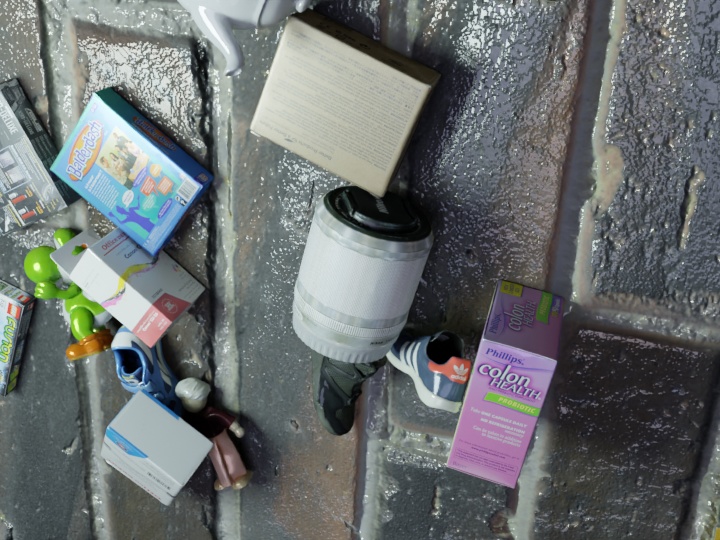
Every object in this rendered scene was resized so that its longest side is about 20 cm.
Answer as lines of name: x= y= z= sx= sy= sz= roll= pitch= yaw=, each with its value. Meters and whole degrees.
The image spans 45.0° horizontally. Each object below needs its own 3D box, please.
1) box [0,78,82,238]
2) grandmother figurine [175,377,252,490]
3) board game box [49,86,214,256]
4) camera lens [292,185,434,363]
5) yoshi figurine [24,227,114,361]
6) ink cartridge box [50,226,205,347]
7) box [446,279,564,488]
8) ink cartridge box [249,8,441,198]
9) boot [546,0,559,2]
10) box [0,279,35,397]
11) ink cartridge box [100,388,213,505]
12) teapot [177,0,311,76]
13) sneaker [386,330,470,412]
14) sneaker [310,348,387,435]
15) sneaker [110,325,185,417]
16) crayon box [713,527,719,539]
box: x=-0.536 y=-0.164 z=1.312 sx=0.157 sy=0.050 sz=0.201 roll=-20 pitch=106 yaw=24
grandmother figurine: x=-0.240 y=0.261 z=1.407 sx=0.120 sy=0.061 sz=0.201 roll=-15 pitch=109 yaw=23
board game box: x=-0.332 y=-0.141 z=1.262 sx=0.200 sy=0.045 sz=0.152 roll=41 pitch=119 yaw=-4
camera lens: x=0.000 y=0.000 z=1.158 sx=0.159 sy=0.160 sz=0.201 roll=21 pitch=118 yaw=7
yoshi figurine: x=-0.457 y=0.039 z=1.345 sx=0.112 sy=0.112 sz=0.202 roll=-15 pitch=92 yaw=45
ink cartridge box: x=-0.343 y=0.004 z=1.290 sx=0.200 sy=0.117 sz=0.068 roll=41 pitch=119 yaw=-5
box: x=0.194 y=0.146 z=1.155 sx=0.096 sy=0.176 sz=0.201 roll=15 pitch=116 yaw=9
ink cartridge box: x=-0.021 y=-0.215 z=1.117 sx=0.199 sy=0.075 sz=0.166 roll=27 pitch=120 yaw=3
boot: x=0.159 y=-0.370 z=0.948 sx=0.073 sy=0.151 sz=0.200 roll=-34 pitch=100 yaw=27
box: x=-0.621 y=0.107 z=1.468 sx=0.109 sy=0.035 sz=0.201 roll=25 pitch=118 yaw=5
ink cartridge box: x=-0.327 y=0.285 z=1.382 sx=0.146 sy=0.084 sz=0.200 roll=37 pitch=151 yaw=-2
teapot: x=-0.116 y=-0.361 z=1.022 sx=0.146 sy=0.198 sz=0.200 roll=34 pitch=125 yaw=-2
sneaker: x=0.096 y=0.110 z=1.178 sx=0.074 sy=0.200 sz=0.085 roll=14 pitch=105 yaw=-26
sneaker: x=-0.010 y=0.159 z=1.279 sx=0.113 sy=0.076 sz=0.201 roll=7 pitch=110 yaw=24
sneaker: x=-0.344 y=0.173 z=1.386 sx=0.073 sy=0.082 sz=0.201 roll=-10 pitch=113 yaw=20
crayon box: x=0.593 y=0.411 z=1.223 sx=0.198 sy=0.052 sz=0.127 roll=6 pitch=115 yaw=14
